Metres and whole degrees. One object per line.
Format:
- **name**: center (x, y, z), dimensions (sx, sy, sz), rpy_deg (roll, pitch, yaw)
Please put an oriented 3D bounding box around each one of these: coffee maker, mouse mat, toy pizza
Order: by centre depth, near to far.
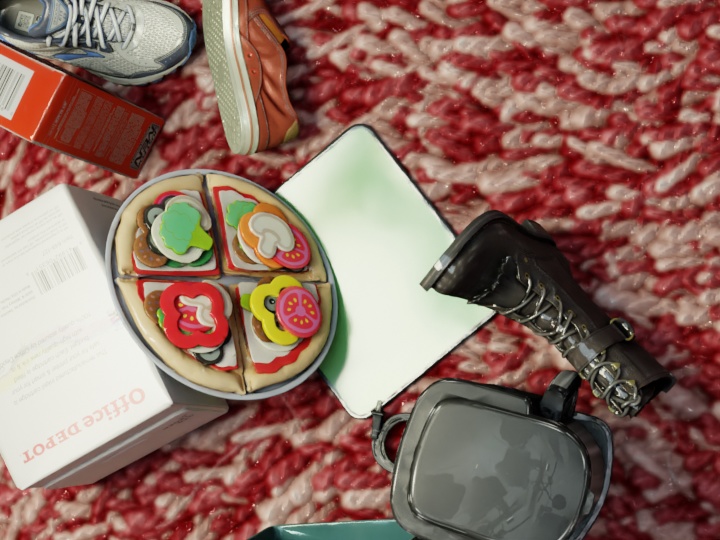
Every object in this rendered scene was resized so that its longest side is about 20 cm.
- **coffee maker**: center (0.084, 0.147, 1.312), dimensions (0.192, 0.200, 0.135), rpy_deg (-8, 83, 12)
- **toy pizza**: center (-0.103, 0.005, 1.389), dimensions (0.032, 0.200, 0.200), rpy_deg (-42, 71, 51)
- **mouse mat**: center (0.000, 0.000, 1.450), dimensions (0.161, 0.008, 0.200), rpy_deg (-39, 78, 8)

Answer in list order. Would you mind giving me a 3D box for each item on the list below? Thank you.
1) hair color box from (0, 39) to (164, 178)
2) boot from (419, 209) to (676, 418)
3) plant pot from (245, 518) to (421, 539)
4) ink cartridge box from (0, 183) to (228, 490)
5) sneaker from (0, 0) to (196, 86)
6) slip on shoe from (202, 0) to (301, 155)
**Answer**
- **hair color box**: center (-0.246, -0.133, 1.428), dimensions (0.101, 0.200, 0.061), rpy_deg (27, 92, 15)
- **boot**: center (0.149, 0.039, 1.317), dimensions (0.174, 0.200, 0.069), rpy_deg (49, 117, 20)
- **plant pot**: center (-0.012, 0.302, 1.362), dimensions (0.141, 0.141, 0.200), rpy_deg (-5, 91, 15)
- **ink cartridge box**: center (-0.227, 0.058, 1.433), dimensions (0.147, 0.145, 0.200), rpy_deg (-29, 78, 11)
- **sneaker**: center (-0.238, -0.203, 1.492), dimensions (0.200, 0.085, 0.077), rpy_deg (7, 87, 15)
- **slip on shoe**: center (-0.091, -0.192, 1.469), dimensions (0.061, 0.074, 0.200), rpy_deg (-6, 75, -20)
